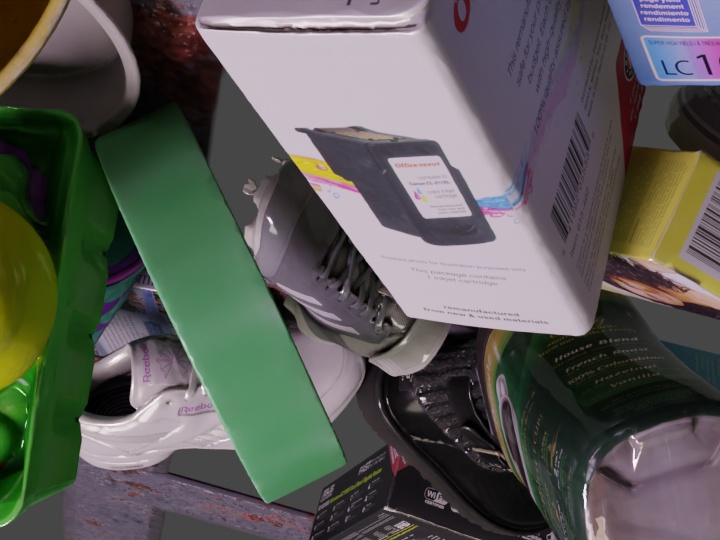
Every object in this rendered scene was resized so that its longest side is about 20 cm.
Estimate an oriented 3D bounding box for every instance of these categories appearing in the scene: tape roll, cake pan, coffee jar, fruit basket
[{"bbox_3d":[-0.070,0.016,0.824,0.048,0.201,0.201,-26,152,-5],"label":"tape roll"},{"bbox_3d":[-0.194,-0.128,0.769,0.198,0.037,0.201,12,156,6],"label":"cake pan"},{"bbox_3d":[0.112,0.075,0.735,0.084,0.105,0.200,-16,-161,-5],"label":"coffee jar"},{"bbox_3d":[-0.200,0.016,0.782,0.154,0.217,0.216,5,154,20],"label":"fruit basket"}]

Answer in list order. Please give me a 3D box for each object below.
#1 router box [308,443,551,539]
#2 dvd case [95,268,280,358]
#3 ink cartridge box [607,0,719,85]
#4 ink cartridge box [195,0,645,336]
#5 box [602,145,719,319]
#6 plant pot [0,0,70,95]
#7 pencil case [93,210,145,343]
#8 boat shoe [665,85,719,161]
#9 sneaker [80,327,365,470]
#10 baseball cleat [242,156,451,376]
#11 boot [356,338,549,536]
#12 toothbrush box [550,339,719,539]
[{"bbox_3d":[0.059,0.202,1.294,0.149,0.063,0.200,22,155,-13],"label":"router box"},{"bbox_3d":[-0.144,0.033,1.107,0.198,0.018,0.143,10,156,10],"label":"dvd case"},{"bbox_3d":[0.133,-0.142,0.506,0.135,0.077,0.200,2,151,26],"label":"ink cartridge box"},{"bbox_3d":[0.036,-0.089,0.588,0.082,0.147,0.200,5,153,27],"label":"ink cartridge box"},{"bbox_3d":[0.106,-0.022,0.719,0.075,0.050,0.200,27,177,-23],"label":"box"},{"bbox_3d":[-0.187,-0.136,0.601,0.198,0.202,0.142,16,-178,-3],"label":"plant pot"},{"bbox_3d":[-0.190,0.013,0.980,0.092,0.086,0.200,-21,164,-32],"label":"pencil case"},{"bbox_3d":[0.224,-0.054,0.657,0.199,0.070,0.072,20,128,18],"label":"boat shoe"},{"bbox_3d":[-0.094,0.075,1.017,0.198,0.076,0.100,-14,154,1],"label":"sneaker"},{"bbox_3d":[0.000,0.000,0.885,0.106,0.070,0.200,24,169,14],"label":"baseball cleat"},{"bbox_3d":[0.113,0.108,1.041,0.157,0.080,0.211,-9,146,43],"label":"boot"},{"bbox_3d":[0.214,0.134,0.901,0.198,0.085,0.148,13,119,5],"label":"toothbrush box"}]
